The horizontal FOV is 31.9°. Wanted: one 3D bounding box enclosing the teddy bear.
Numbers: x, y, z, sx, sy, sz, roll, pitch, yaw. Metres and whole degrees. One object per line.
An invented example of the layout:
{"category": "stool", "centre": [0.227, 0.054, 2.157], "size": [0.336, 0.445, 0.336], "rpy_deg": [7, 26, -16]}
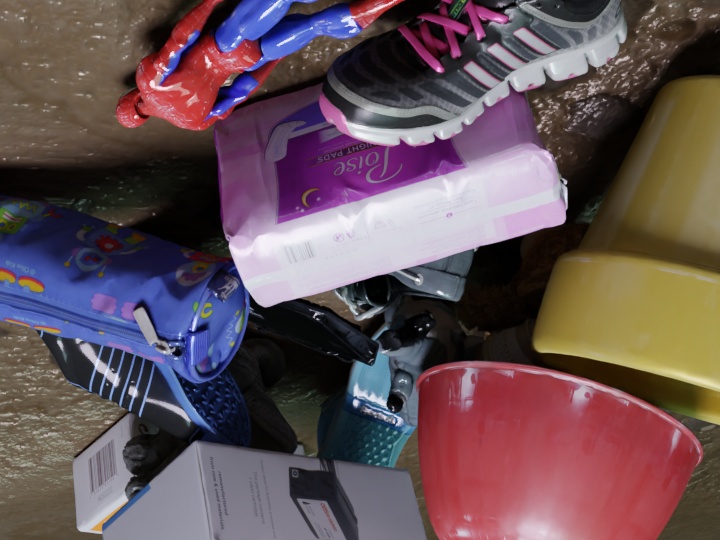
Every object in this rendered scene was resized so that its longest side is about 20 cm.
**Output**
{"category": "teddy bear", "centre": [0.145, 0.015, 0.988], "size": [0.143, 0.068, 0.200], "rpy_deg": [-15, 158, 12]}

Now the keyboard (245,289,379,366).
{"category": "keyboard", "centre": [-0.070, 0.011, 0.842], "size": [0.198, 0.040, 0.104], "rpy_deg": [18, 164, 37]}

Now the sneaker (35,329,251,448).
{"category": "sneaker", "centre": [-0.162, 0.065, 0.890], "size": [0.077, 0.070, 0.201], "rpy_deg": [-30, 110, 26]}

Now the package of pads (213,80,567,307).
{"category": "package of pads", "centre": [0.015, -0.061, 0.753], "size": [0.197, 0.122, 0.076], "rpy_deg": [-16, 138, 5]}

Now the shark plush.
{"category": "shark plush", "centre": [0.046, 0.070, 0.903], "size": [0.090, 0.084, 0.200], "rpy_deg": [26, 175, 2]}

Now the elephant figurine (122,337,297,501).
{"category": "elephant figurine", "centre": [-0.109, 0.111, 0.992], "size": [0.154, 0.141, 0.202], "rpy_deg": [-22, 145, -45]}

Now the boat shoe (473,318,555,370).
{"category": "boat shoe", "centre": [0.170, 0.072, 0.949], "size": [0.199, 0.074, 0.063], "rpy_deg": [14, 139, -41]}

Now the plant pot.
{"category": "plant pot", "centre": [0.228, -0.009, 0.801], "size": [0.198, 0.192, 0.201], "rpy_deg": [17, 172, 3]}

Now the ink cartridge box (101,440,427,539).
{"category": "ink cartridge box", "centre": [-0.069, 0.204, 0.934], "size": [0.198, 0.085, 0.145], "rpy_deg": [14, 137, -37]}

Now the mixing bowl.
{"category": "mixing bowl", "centre": [0.120, 0.150, 0.839], "size": [0.197, 0.110, 0.201], "rpy_deg": [15, 159, 6]}

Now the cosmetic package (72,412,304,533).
{"category": "cosmetic package", "centre": [-0.151, 0.198, 1.153], "size": [0.198, 0.072, 0.101], "rpy_deg": [16, 138, -39]}

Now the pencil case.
{"category": "pencil case", "centre": [-0.164, 0.008, 0.759], "size": [0.197, 0.087, 0.079], "rpy_deg": [16, 116, 13]}

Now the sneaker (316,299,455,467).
{"category": "sneaker", "centre": [0.015, 0.102, 1.069], "size": [0.079, 0.131, 0.202], "rpy_deg": [29, 100, -8]}

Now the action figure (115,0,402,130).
{"category": "action figure", "centre": [-0.059, -0.130, 0.692], "size": [0.198, 0.052, 0.065], "rpy_deg": [-28, 141, 22]}

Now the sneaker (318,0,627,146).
{"category": "sneaker", "centre": [0.065, -0.137, 0.686], "size": [0.198, 0.074, 0.088], "rpy_deg": [-23, 143, -18]}

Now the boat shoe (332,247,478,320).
{"category": "boat shoe", "centre": [0.000, 0.000, 0.850], "size": [0.072, 0.063, 0.199], "rpy_deg": [13, 164, -39]}

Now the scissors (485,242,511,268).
{"category": "scissors", "centre": [0.073, -0.042, 0.913], "size": [0.072, 0.014, 0.201], "rpy_deg": [-21, 151, -2]}
